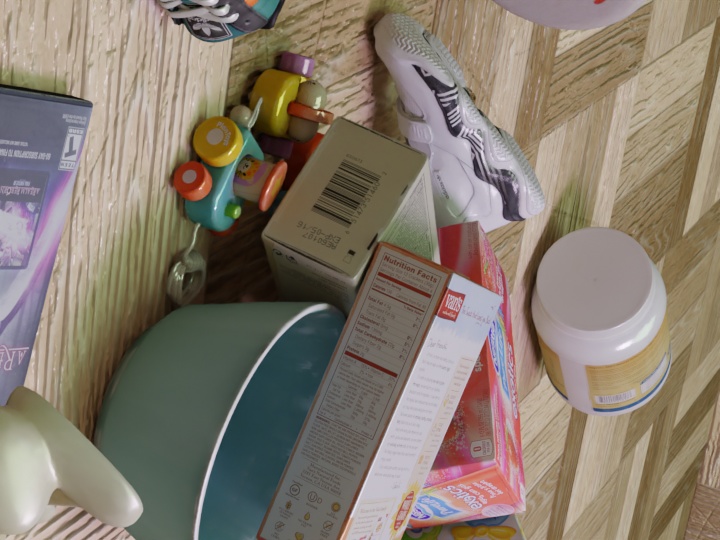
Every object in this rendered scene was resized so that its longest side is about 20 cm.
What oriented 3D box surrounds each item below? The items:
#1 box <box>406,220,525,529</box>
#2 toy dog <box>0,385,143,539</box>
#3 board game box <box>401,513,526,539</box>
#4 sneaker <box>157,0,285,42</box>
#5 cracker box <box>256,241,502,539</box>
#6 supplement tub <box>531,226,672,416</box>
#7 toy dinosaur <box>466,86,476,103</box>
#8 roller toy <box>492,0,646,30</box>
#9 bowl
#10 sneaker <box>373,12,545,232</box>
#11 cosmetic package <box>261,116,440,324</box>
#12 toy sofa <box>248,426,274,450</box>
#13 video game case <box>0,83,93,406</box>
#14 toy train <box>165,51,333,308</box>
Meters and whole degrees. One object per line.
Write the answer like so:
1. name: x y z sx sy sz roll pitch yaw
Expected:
1. box: 0.058 0.077 1.309 0.095 0.101 0.202 57 27 -54
2. toy dog: -0.221 0.127 0.760 0.200 0.139 0.195 -52 121 -28
3. board game box: 0.081 0.230 1.331 0.105 0.102 0.201 68 1 -52
4. sneaker: -0.083 -0.164 0.977 0.200 0.071 0.081 -22 122 -65
5. cracker box: 0.015 0.090 1.134 0.202 0.057 0.134 -66 161 0
6. supplement tub: 0.260 0.055 1.902 0.146 0.143 0.200 -64 158 -21
7. toy dinosaur: 0.068 -0.059 1.454 0.101 0.058 0.202 -19 124 -66
8. roller toy: 0.163 -0.288 1.339 0.140 0.181 0.201 -58 154 -34
9. bowl: -0.094 0.101 1.110 0.201 0.104 0.202 -49 149 -44
10. sneaker: 0.045 -0.092 1.334 0.200 0.114 0.075 49 16 -28
11. cosmetic package: 0.000 0.000 1.187 0.104 0.073 0.201 -57 161 -23
12. toy sofa: -0.046 0.208 1.223 0.083 0.097 0.202 4 77 -67
13. video game case: -0.200 0.005 0.891 0.143 0.019 0.202 -1 107 -68
14. toy train: -0.053 -0.055 1.160 0.200 0.055 0.152 -44 145 -52
